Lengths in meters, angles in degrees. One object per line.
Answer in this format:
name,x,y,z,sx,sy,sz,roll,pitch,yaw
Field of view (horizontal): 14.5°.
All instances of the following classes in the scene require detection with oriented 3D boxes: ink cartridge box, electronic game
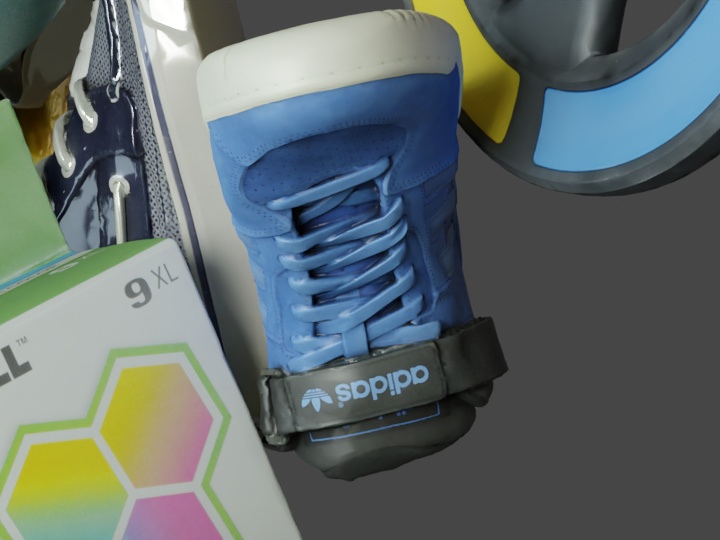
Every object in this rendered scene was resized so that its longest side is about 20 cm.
ink cartridge box,-0.090,0.054,0.832,0.059,0.104,0.200,-9,105,53
electronic game,0.070,-0.121,0.793,0.200,0.042,0.200,-5,83,56

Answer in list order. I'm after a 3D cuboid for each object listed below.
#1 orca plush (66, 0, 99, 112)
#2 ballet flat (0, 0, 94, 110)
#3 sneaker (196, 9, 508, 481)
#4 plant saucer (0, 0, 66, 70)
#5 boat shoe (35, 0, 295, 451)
orca plush,-0.047,-0.125,0.938,0.071,0.105,0.200,20,90,18
ballet flat,-0.149,-0.076,1.092,0.200,0.067,0.062,-50,56,42
sneaker,0.001,0.000,0.803,0.200,0.077,0.111,89,170,-79
plant saucer,-0.169,-0.068,0.969,0.200,0.200,0.036,-11,118,55
boat shoe,-0.080,-0.032,0.899,0.093,0.075,0.200,-11,94,11
